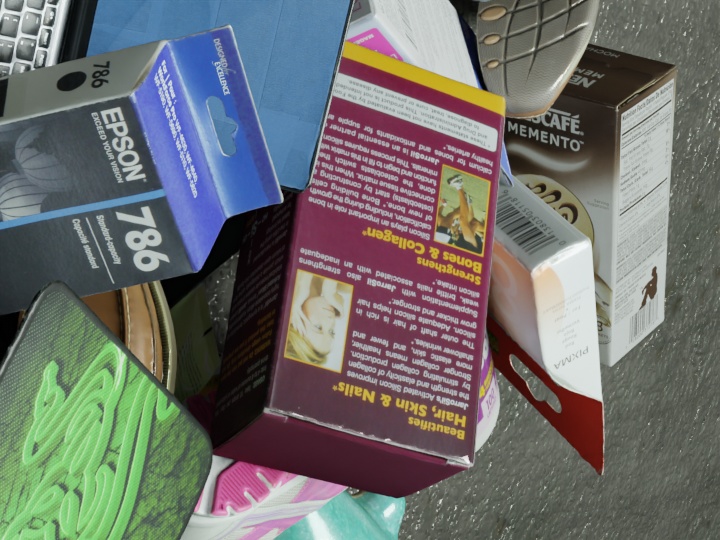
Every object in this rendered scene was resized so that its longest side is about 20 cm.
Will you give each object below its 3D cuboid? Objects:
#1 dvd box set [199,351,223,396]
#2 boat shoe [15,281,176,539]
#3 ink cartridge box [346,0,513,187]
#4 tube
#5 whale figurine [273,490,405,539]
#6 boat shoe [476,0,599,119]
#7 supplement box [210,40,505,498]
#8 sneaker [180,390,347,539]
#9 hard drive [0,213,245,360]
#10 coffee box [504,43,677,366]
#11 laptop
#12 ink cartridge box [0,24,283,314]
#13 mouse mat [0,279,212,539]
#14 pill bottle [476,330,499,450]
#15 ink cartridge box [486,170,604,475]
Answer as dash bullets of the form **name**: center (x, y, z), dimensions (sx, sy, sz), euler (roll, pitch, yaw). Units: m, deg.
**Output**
- **dvd box set**: center (-0.140, 0.151, 0.884), dimensions (0.146, 0.029, 0.202), euler (-18, 121, -49)
- **boat shoe**: center (-0.126, 0.069, 0.715), dimensions (0.068, 0.071, 0.202), euler (21, 65, -73)
- **ink cartridge box**: center (0.026, -0.132, 0.902), dimensions (0.200, 0.042, 0.120), euler (38, 33, -53)
- **tube**: center (-0.140, 0.094, 0.791), dimensions (0.200, 0.058, 0.052), euler (-46, 106, -24)
- **whale figurine**: center (-0.026, 0.176, 0.944), dimensions (0.158, 0.103, 0.202), euler (-29, 125, -28)
- **boat shoe**: center (0.120, -0.176, 1.002), dimensions (0.072, 0.075, 0.202), euler (68, 33, -58)
- **supplement box**: center (0.000, 0.000, 0.798), dimensions (0.109, 0.086, 0.202), euler (16, 66, -20)
- **sneaker**: center (-0.049, 0.098, 0.859), dimensions (0.199, 0.082, 0.088), euler (-14, 153, -44)
- **hard drive**: center (-0.123, -0.036, 0.810), dimensions (0.200, 0.033, 0.141), euler (-40, 136, -35)
- **coffee box**: center (0.149, -0.050, 1.105), dimensions (0.080, 0.112, 0.202), euler (-34, 131, -40)
- **laptop**: center (-0.108, -0.147, 0.672), dimensions (0.199, 0.115, 0.189), euler (7, 100, -45)
- **ink cartridge box**: center (-0.137, -0.034, 0.674), dimensions (0.039, 0.198, 0.100), euler (-100, 174, -50)
- **mouse mat**: center (-0.129, 0.125, 0.651), dimensions (0.161, 0.007, 0.201), euler (55, 49, -51)
- **pill bottle**: center (0.018, 0.022, 0.963), dimensions (0.112, 0.112, 0.201), euler (-46, 140, -29)
- **ink cartridge box**: center (0.089, 0.025, 1.019), dimensions (0.050, 0.162, 0.201), euler (-24, 131, -19)
